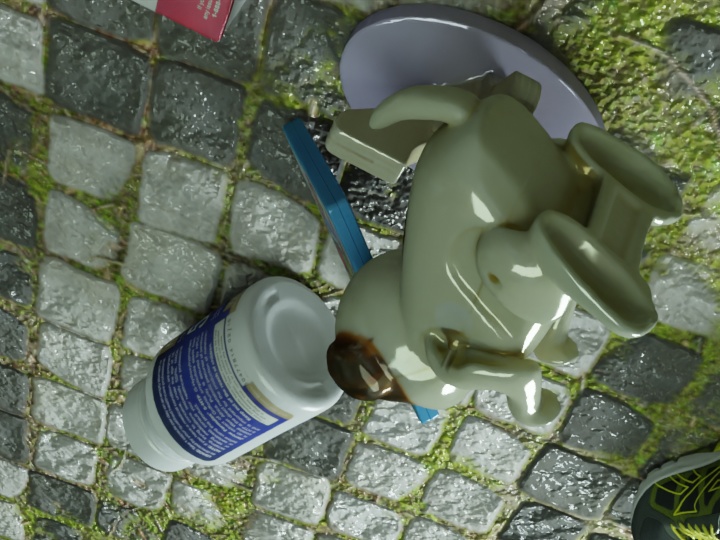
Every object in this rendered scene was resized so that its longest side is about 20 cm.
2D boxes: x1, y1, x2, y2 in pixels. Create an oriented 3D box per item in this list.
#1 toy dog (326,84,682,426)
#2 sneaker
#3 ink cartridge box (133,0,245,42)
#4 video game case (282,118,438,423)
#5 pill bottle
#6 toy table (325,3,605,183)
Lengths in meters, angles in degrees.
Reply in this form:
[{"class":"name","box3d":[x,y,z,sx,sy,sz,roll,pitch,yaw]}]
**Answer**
[{"class":"toy dog","box3d":[0.058,0.010,0.610,0.192,0.141,0.200,30,134,-11]},{"class":"sneaker","box3d":[0.297,0.201,0.887,0.074,0.085,0.201,29,132,-8]},{"class":"ink cartridge box","box3d":[-0.145,-0.257,0.636,0.197,0.085,0.146,25,132,-4]},{"class":"video game case","box3d":[0.000,0.000,0.779,0.018,0.144,0.202,-25,123,-2]},{"class":"pill bottle","box3d":[-0.116,0.099,0.908,0.199,0.121,0.120,-32,115,35]},{"class":"toy table","box3d":[0.069,-0.080,0.699,0.197,0.118,0.186,17,133,1]}]
